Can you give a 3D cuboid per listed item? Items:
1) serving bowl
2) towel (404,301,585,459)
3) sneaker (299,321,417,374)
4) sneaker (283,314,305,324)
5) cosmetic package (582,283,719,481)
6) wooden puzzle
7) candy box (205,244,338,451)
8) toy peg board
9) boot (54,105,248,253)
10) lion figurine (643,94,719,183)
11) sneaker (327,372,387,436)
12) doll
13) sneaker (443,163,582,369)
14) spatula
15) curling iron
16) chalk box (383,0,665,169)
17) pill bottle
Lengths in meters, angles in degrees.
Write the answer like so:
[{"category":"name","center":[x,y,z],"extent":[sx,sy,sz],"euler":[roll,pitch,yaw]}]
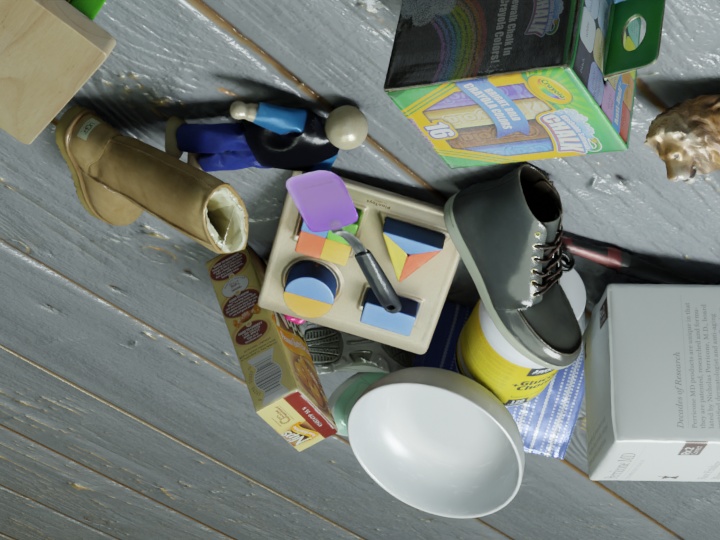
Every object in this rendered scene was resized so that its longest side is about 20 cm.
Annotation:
[{"category":"serving bowl","center":[0.088,0.175,1.857],"extent":[0.198,0.066,0.201],"euler":[14,133,15]},{"category":"towel","center":[0.154,0.123,1.922],"extent":[0.198,0.146,0.024],"euler":[15,-172,-10]},{"category":"sneaker","center":[0.018,0.084,1.972],"extent":[0.198,0.079,0.099],"euler":[4,178,2]},{"category":"sneaker","center":[0.004,0.014,1.803],"extent":[0.199,0.075,0.081],"euler":[-10,148,36]},{"category":"cosmetic package","center":[0.335,0.116,1.736],"extent":[0.198,0.167,0.165],"euler":[0,160,-1]},{"category":"wooden puzzle","center":[0.000,0.000,1.717],"extent":[0.184,0.046,0.201],"euler":[16,131,-2]},{"category":"candy box","center":[-0.096,0.081,1.841],"extent":[0.055,0.201,0.116],"euler":[-26,146,8]},{"category":"toy peg board","center":[-0.301,-0.230,1.410],"extent":[0.199,0.098,0.200],"euler":[36,148,-15]},{"category":"boot","center":[-0.188,-0.063,1.632],"extent":[0.199,0.066,0.175],"euler":[28,164,28]},{"category":"lion figurine","center":[0.334,-0.128,1.391],"extent":[0.122,0.073,0.200],"euler":[32,135,-19]},{"category":"sneaker","center":[0.064,0.150,1.973],"extent":[0.199,0.074,0.118],"euler":[-13,-168,-25]},{"category":"doll","center":[-0.084,-0.121,1.579],"extent":[0.198,0.049,0.136],"euler":[-3,153,28]},{"category":"sneaker","center":[0.167,0.000,1.621],"extent":[0.106,0.075,0.201],"euler":[-25,103,48]},{"category":"spatula","center":[-0.006,-0.023,1.647],"extent":[0.056,0.021,0.200],"euler":[-13,136,23]},{"category":"curling iron","center":[0.253,0.000,1.709],"extent":[0.198,0.050,0.026],"euler":[12,160,-19]},{"category":"chalk box","center":[0.139,-0.166,1.301],"extent":[0.198,0.125,0.124],"euler":[-3,152,30]},{"category":"pill bottle","center":[0.170,0.061,1.791],"extent":[0.111,0.113,0.200],"euler":[12,156,-4]}]
